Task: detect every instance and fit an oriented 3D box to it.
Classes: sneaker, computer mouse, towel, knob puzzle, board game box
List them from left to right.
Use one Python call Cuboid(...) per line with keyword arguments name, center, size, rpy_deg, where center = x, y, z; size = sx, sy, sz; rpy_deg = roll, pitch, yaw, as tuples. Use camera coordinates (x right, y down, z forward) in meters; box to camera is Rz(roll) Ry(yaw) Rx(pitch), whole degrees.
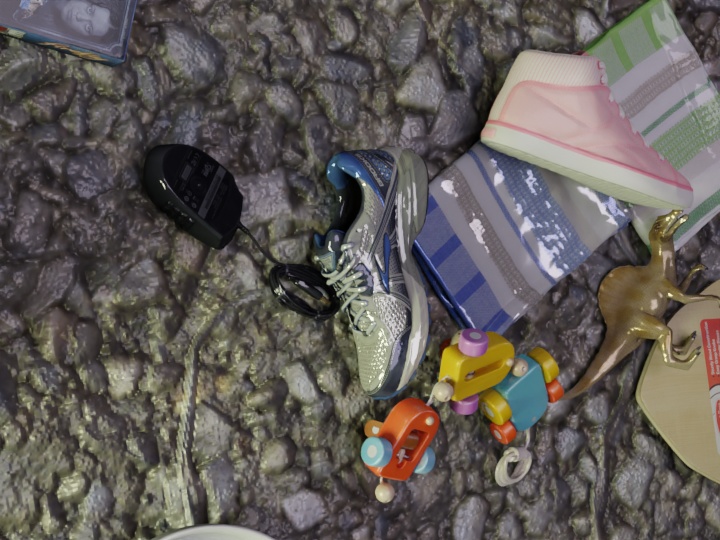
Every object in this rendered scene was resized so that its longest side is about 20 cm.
Cuboid(name="board game box", center=(-0.217, -0.263, 0.951), size=(0.135, 0.035, 0.202), rpy_deg=(13, 84, -26))
Cuboid(name="computer mouse", center=(-0.092, -0.024, 1.016), size=(0.200, 0.034, 0.059), rpy_deg=(44, 47, -24))
Cuboid(name="sneaker", center=(0.000, 0.000, 1.031), size=(0.085, 0.077, 0.202), rpy_deg=(6, 78, -34))
Cuboid(name="towel", center=(0.134, -0.045, 1.129), size=(0.200, 0.024, 0.147), rpy_deg=(-39, 105, -21))
Cuboid(name="sneaker", center=(0.204, -0.123, 1.107), size=(0.199, 0.075, 0.105), rpy_deg=(19, 86, -17))
Cuboid(name="towel", center=(0.272, -0.130, 1.194), size=(0.149, 0.031, 0.201), rpy_deg=(-38, 105, -23))
Cuboid(name="knob puzzle", center=(0.341, 0.108, 1.222), size=(0.218, 0.030, 0.222), rpy_deg=(3, 79, -16))

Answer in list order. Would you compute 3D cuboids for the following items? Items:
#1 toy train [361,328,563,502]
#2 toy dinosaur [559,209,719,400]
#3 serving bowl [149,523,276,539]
Cuboid(name="toy train", center=(0.078, 0.112, 1.068), size=(0.199, 0.056, 0.151), rpy_deg=(13, 108, -48))
Cuboid(name="toy dinosaur", center=(0.252, 0.046, 1.174), size=(0.101, 0.058, 0.201), rpy_deg=(29, 86, 1))
Cuboid(name="serving bowl", center=(-0.121, 0.283, 0.974), size=(0.199, 0.066, 0.202), rpy_deg=(0, 89, -26))
